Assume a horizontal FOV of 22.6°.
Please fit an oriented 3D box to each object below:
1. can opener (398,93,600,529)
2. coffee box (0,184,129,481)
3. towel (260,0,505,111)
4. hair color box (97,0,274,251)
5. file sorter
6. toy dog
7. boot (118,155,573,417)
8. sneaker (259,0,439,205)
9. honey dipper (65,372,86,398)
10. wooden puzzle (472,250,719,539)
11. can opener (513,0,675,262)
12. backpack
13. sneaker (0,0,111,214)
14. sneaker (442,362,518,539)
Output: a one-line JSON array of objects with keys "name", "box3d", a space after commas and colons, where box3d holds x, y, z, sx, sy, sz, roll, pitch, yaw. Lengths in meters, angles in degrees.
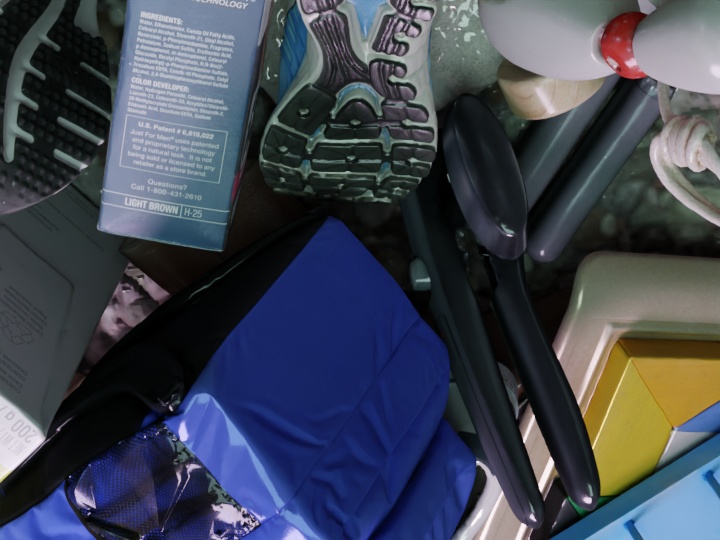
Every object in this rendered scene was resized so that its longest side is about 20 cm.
[{"name": "can opener", "box3d": [0.059, 0.021, 0.830, 0.063, 0.079, 0.200, -14, 78, 5]}, {"name": "coffee box", "box3d": [-0.261, 0.026, 0.854, 0.200, 0.200, 0.198, 42, 112, -15]}, {"name": "towel", "box3d": [-0.013, -0.151, 0.841, 0.132, 0.034, 0.200, -31, 111, 18]}, {"name": "hair color box", "box3d": [-0.068, -0.120, 0.785, 0.060, 0.100, 0.200, 10, 118, -4]}, {"name": "file sorter", "box3d": [0.213, 0.166, 0.893, 0.200, 0.123, 0.139, -33, 131, 2]}, {"name": "toy dog", "box3d": [0.119, -0.117, 0.766, 0.096, 0.200, 0.132, -42, 138, -15]}, {"name": "boot", "box3d": [0.000, 0.000, 0.903, 0.186, 0.064, 0.200, -33, 108, 19]}, {"name": "sneaker", "box3d": [0.002, -0.108, 0.802, 0.078, 0.090, 0.200, 8, 138, -6]}, {"name": "honey dipper", "box3d": [-0.089, 0.077, 0.931, 0.200, 0.038, 0.038, 4, 118, 20]}, {"name": "wooden puzzle", "box3d": [0.163, 0.088, 0.913, 0.185, 0.037, 0.200, 4, 118, -25]}, {"name": "can opener", "box3d": [0.122, -0.085, 0.852, 0.053, 0.066, 0.200, 29, 120, -10]}, {"name": "backpack", "box3d": [-0.065, 0.102, 0.817, 0.200, 0.163, 0.168, -31, 98, 37]}, {"name": "sneaker", "box3d": [-0.158, -0.100, 0.799, 0.080, 0.200, 0.074, -25, 134, 29]}, {"name": "sneaker", "box3d": [0.018, 0.126, 0.905, 0.073, 0.071, 0.200, 21, 131, -3]}]
